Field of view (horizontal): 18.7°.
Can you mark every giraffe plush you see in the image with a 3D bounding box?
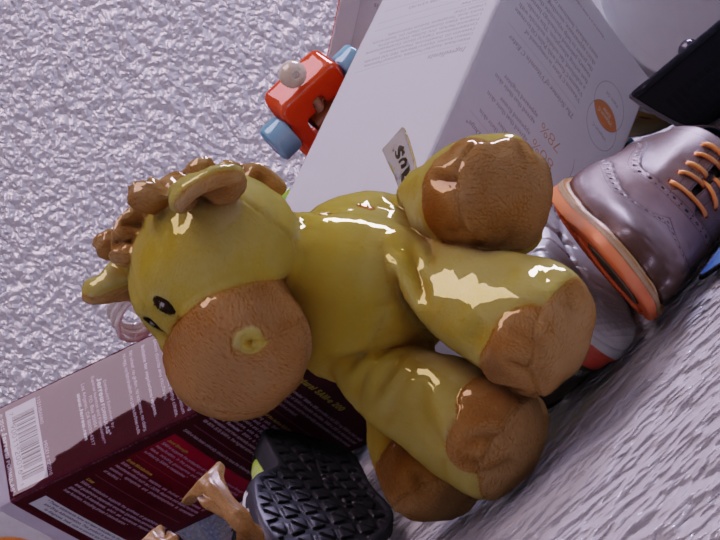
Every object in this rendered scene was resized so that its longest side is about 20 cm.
[{"bbox_3d":[-0.022,0.007,0.919,0.200,0.162,0.173,59,136,44],"label":"giraffe plush"}]

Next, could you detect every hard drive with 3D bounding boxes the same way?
[{"bbox_3d":[0.232,-0.140,1.099,0.200,0.042,0.135,-35,-4,-43],"label":"hard drive"}]

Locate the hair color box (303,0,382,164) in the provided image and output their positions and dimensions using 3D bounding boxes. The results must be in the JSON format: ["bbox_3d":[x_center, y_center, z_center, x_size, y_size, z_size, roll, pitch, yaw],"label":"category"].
[{"bbox_3d":[0.032,-0.113,1.319,0.064,0.111,0.201,-81,4,-87],"label":"hair color box"}]

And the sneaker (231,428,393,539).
[{"bbox_3d":[-0.028,0.138,1.060,0.200,0.071,0.083,-89,15,-82],"label":"sneaker"}]

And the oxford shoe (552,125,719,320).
[{"bbox_3d":[0.135,-0.033,0.982,0.073,0.071,0.200,-38,5,16],"label":"oxford shoe"}]

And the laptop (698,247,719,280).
[{"bbox_3d":[0.207,-0.126,0.912,0.116,0.200,0.187,4,38,37],"label":"laptop"}]

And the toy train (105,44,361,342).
[{"bbox_3d":[-0.060,-0.033,1.217,0.200,0.150,0.056,-47,48,-3],"label":"toy train"}]

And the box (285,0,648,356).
[{"bbox_3d":[0.057,-0.062,1.152,0.097,0.124,0.200,-10,43,41],"label":"box"}]

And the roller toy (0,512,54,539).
[{"bbox_3d":[-0.237,0.219,1.322,0.200,0.182,0.140,-48,5,-41],"label":"roller toy"}]

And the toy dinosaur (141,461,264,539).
[{"bbox_3d":[-0.041,0.135,0.923,0.060,0.106,0.200,-44,-3,-23],"label":"toy dinosaur"}]

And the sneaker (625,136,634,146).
[{"bbox_3d":[0.129,-0.050,1.287,0.087,0.075,0.200,-37,14,12],"label":"sneaker"}]

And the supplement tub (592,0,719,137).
[{"bbox_3d":[0.175,-0.159,1.312,0.144,0.144,0.200,-45,3,-7],"label":"supplement tub"}]

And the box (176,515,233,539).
[{"bbox_3d":[-0.087,0.106,1.473,0.200,0.115,0.132,-48,6,-27],"label":"box"}]

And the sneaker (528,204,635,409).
[{"bbox_3d":[0.079,0.015,1.025,0.082,0.077,0.200,-50,2,17],"label":"sneaker"}]

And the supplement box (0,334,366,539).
[{"bbox_3d":[-0.088,0.080,1.168,0.200,0.061,0.109,-25,-33,16],"label":"supplement box"}]

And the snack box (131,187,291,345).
[{"bbox_3d":[-0.052,0.057,1.373,0.200,0.142,0.053,-47,-8,-39],"label":"snack box"}]
